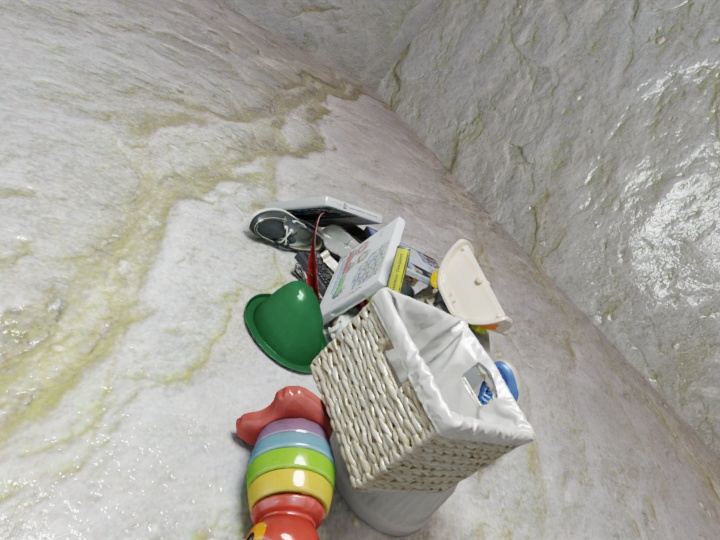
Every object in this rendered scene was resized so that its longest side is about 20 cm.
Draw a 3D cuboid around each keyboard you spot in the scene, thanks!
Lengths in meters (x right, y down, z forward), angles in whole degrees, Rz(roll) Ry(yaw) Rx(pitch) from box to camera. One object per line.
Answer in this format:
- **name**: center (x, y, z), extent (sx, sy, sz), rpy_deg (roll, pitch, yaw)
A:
- **keyboard**: center (-0.076, 0.035, 1.070), extent (0.200, 0.021, 0.127), rpy_deg (51, 25, 22)

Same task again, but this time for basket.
- **basket**: center (0.071, 0.159, 0.642), extent (0.200, 0.161, 0.198), rpy_deg (25, 29, -44)

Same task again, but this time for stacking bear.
- **stacking bear**: center (-0.084, 0.257, 0.585), extent (0.114, 0.121, 0.200), rpy_deg (42, 24, -28)

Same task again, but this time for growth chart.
- **growth chart**: center (0.106, 0.098, 1.095), extent (0.018, 0.145, 0.200), rpy_deg (51, 20, -11)

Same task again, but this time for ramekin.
- **ramekin**: center (0.058, 0.277, 0.766), extent (0.200, 0.105, 0.200), rpy_deg (34, 26, -19)

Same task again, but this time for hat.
- **hat**: center (-0.084, 0.041, 0.853), extent (0.200, 0.176, 0.166), rpy_deg (46, 25, 9)

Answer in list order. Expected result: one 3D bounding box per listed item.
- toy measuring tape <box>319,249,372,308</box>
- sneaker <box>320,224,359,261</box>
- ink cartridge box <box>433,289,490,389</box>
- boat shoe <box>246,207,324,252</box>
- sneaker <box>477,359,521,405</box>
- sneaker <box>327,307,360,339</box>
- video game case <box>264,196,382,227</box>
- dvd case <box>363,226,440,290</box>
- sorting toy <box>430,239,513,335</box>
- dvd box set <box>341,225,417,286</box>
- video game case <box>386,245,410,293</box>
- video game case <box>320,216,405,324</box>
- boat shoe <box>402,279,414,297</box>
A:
- **toy measuring tape**: center (-0.014, 0.021, 1.118), extent (0.200, 0.074, 0.074), rpy_deg (47, 25, 9)
- **sneaker**: center (-0.018, -0.034, 1.209), extent (0.200, 0.077, 0.082), rpy_deg (50, -5, -14)
- **ink cartridge box**: center (0.176, 0.162, 1.083), extent (0.145, 0.145, 0.200), rpy_deg (40, 24, -4)
- **boat shoe**: center (-0.151, -0.081, 1.080), extent (0.060, 0.076, 0.200), rpy_deg (45, 23, 30)
- **sneaker**: center (0.242, 0.271, 0.971), extent (0.077, 0.200, 0.111), rpy_deg (16, 6, 40)
- **sneaker**: center (-0.024, 0.129, 0.931), extent (0.081, 0.077, 0.200), rpy_deg (41, 15, -6)
- **video game case**: center (-0.084, -0.129, 1.147), extent (0.182, 0.200, 0.023), rpy_deg (12, 82, -48)
- **dvd case**: center (0.104, -0.023, 1.125), extent (0.200, 0.018, 0.143), rpy_deg (24, 22, -23)
- **sorting toy**: center (0.249, 0.066, 1.066), extent (0.180, 0.107, 0.200), rpy_deg (30, 32, -48)
- **dvd box set**: center (0.048, -0.045, 1.271), extent (0.200, 0.029, 0.146), rpy_deg (39, 1, -39)
- **video game case**: center (0.058, 0.059, 0.933), extent (0.025, 0.181, 0.200), rpy_deg (13, -6, 5)
- **video game case**: center (0.000, 0.000, 0.984), extent (0.024, 0.182, 0.200), rpy_deg (42, 38, -18)
- **boat shoe**: center (0.076, 0.030, 1.160), extent (0.062, 0.072, 0.200), rpy_deg (59, -5, 31)
